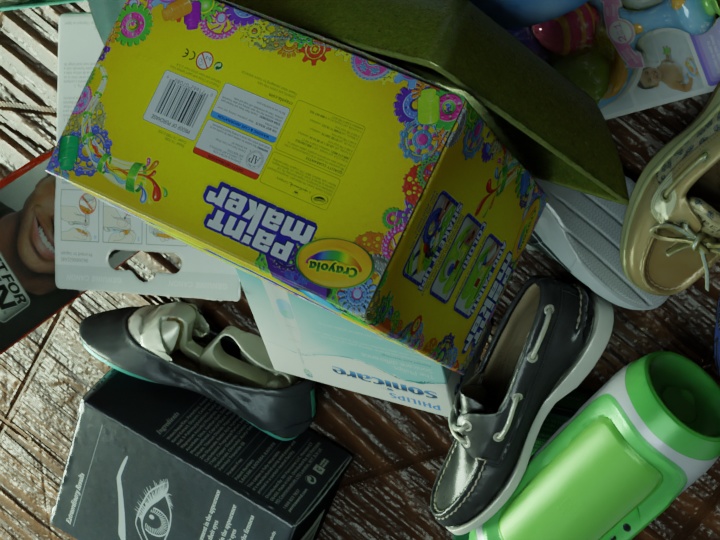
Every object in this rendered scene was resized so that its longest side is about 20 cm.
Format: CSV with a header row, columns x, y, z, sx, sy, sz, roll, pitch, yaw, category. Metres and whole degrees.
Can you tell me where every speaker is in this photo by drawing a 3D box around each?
x,y,z,sx,sy,sz,roll,pitch,yaw,category
0.158,0.142,1.072,0.088,0.088,0.200,41,125,2,speaker

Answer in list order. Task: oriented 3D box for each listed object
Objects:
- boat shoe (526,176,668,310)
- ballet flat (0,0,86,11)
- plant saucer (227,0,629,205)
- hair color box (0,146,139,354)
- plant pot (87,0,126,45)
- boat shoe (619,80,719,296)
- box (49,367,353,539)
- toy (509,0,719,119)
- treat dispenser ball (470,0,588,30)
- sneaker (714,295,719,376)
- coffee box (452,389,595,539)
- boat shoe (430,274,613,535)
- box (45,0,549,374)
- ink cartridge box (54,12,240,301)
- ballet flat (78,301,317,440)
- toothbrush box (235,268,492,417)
x,y,z,sx,sy,sz,roll,pitch,yaw,category
0.123,-0.048,1.051,0.200,0.072,0.071,42,160,-12,boat shoe
-0.206,-0.213,1.126,0.200,0.070,0.067,-2,115,28,ballet flat
0.036,-0.114,0.893,0.200,0.200,0.048,21,86,42,plant saucer
-0.252,-0.014,1.177,0.061,0.200,0.102,-17,108,44,hair color box
-0.071,-0.216,0.985,0.134,0.200,0.200,3,118,16,plant pot
0.223,-0.057,0.970,0.073,0.063,0.200,13,123,-21,boat shoe
-0.131,0.175,1.282,0.200,0.104,0.148,30,127,11,box
0.138,-0.142,0.998,0.200,0.047,0.115,-15,108,33,toy
0.073,-0.234,0.885,0.201,0.201,0.201,13,122,21,treat dispenser ball
0.267,0.004,0.992,0.075,0.078,0.200,25,125,14,sneaker
0.132,0.176,1.181,0.123,0.044,0.200,12,120,21,coffee box
0.094,0.091,1.079,0.060,0.074,0.200,22,114,-26,boat shoe
-0.026,-0.049,0.884,0.200,0.193,0.122,24,87,23,box
-0.138,-0.083,1.133,0.162,0.050,0.200,3,96,26,ink cartridge box
-0.122,0.062,1.238,0.200,0.073,0.073,25,125,6,ballet flat
0.000,0.000,1.083,0.146,0.085,0.200,13,146,22,toothbrush box
